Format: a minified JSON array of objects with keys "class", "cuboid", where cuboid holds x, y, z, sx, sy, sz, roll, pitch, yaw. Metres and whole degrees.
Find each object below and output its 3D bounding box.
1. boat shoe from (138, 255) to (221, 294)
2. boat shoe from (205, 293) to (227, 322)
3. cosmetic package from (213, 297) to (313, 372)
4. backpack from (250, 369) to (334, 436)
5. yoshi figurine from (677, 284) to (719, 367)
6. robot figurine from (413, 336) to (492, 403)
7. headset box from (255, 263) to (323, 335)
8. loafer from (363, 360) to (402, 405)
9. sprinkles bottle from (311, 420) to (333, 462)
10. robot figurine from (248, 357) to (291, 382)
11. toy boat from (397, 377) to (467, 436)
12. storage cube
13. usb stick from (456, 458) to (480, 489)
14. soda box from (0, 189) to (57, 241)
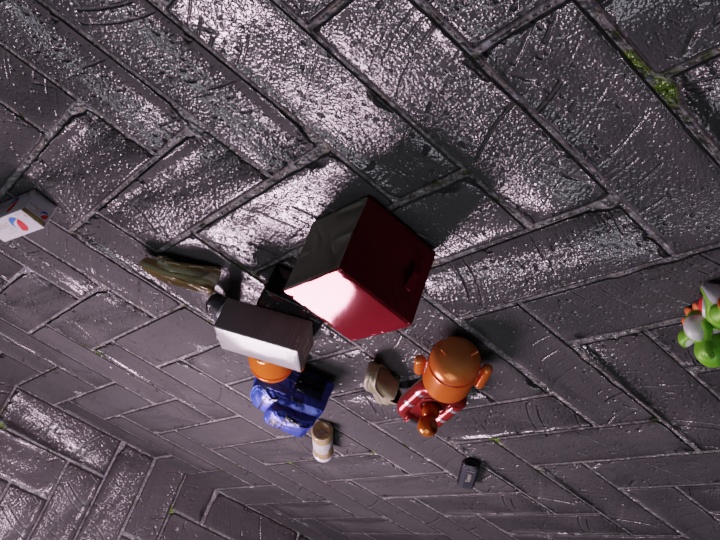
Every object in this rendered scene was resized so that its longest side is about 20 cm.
[{"class":"boat shoe","cuboid":[-0.415,-0.001,1.761,0.200,0.063,0.073,15,161,22]},{"class":"boat shoe","cuboid":[-0.335,0.091,1.810,0.066,0.070,0.200,35,170,-2]},{"class":"cosmetic package","cuboid":[-0.211,0.142,1.683,0.200,0.090,0.107,18,149,11]},{"class":"backpack","cuboid":[-0.195,0.335,2.045,0.200,0.168,0.163,27,142,-5]},{"class":"yoshi figurine","cuboid":[0.606,0.097,1.274,0.112,0.112,0.200,12,152,0]},{"class":"robot figurine","cuboid":[0.202,0.217,1.682,0.144,0.117,0.200,42,155,18]},{"class":"headset box","cuboid":[-0.155,0.085,1.715,0.148,0.075,0.200,25,149,-8]},{"class":"loafer","cuboid":[0.060,0.281,1.908,0.068,0.076,0.200,6,155,20]},{"class":"sprinkles bottle","cuboid":[-0.118,0.539,2.408,0.068,0.068,0.200,15,149,8]},{"class":"robot figurine","cuboid":[-0.218,0.204,1.883,0.144,0.117,0.200,-16,151,-13]},{"class":"toy boat","cuboid":[0.171,0.344,1.863,0.130,0.131,0.200,27,135,-12]},{"class":"storage cube","cuboid":[0.000,0.000,1.405,0.180,0.171,0.200,38,145,-25]},{"class":"usb stick","cuboid":[0.324,0.613,2.304,0.055,0.033,0.200,14,148,11]},{"class":"soda box","cuboid":[-0.786,-0.124,1.763,0.200,0.064,0.068,-11,137,40]}]
